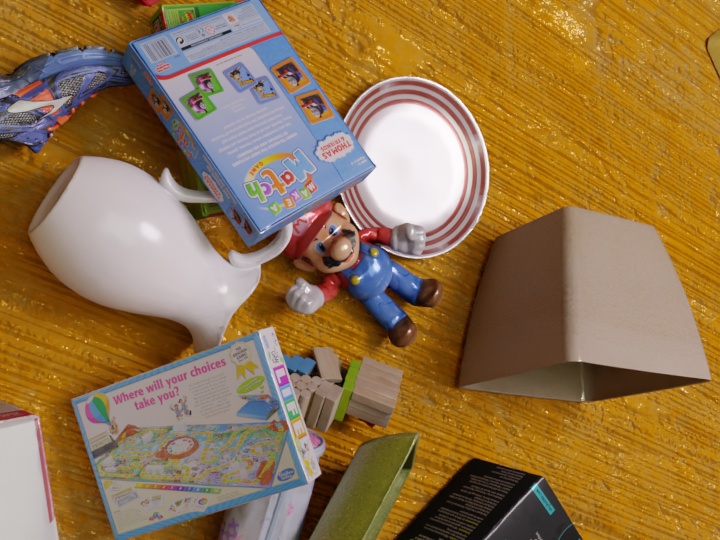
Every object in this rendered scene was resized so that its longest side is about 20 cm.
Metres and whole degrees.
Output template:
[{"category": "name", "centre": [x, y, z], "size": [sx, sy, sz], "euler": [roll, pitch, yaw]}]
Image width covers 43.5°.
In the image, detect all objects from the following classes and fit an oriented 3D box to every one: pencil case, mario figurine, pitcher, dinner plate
[{"category": "pencil case", "centre": [-0.093, 0.240, 0.845], "size": [0.082, 0.091, 0.202], "euler": [14, 96, 1]}, {"category": "mario figurine", "centre": [0.000, 0.000, 0.920], "size": [0.199, 0.106, 0.124], "euler": [37, 48, -27]}, {"category": "pitcher", "centre": [-0.175, -0.032, 0.814], "size": [0.199, 0.121, 0.172], "euler": [35, 98, -26]}, {"category": "dinner plate", "centre": [0.057, -0.114, 1.006], "size": [0.198, 0.024, 0.203], "euler": [2, 85, -27]}]

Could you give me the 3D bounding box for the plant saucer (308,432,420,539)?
[{"category": "plant saucer", "centre": [-0.011, 0.252, 0.880], "size": [0.048, 0.200, 0.201], "euler": [27, 72, 11]}]

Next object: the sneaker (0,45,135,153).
[{"category": "sneaker", "centre": [-0.288, -0.147, 0.807], "size": [0.198, 0.075, 0.079], "euler": [-21, 106, -19]}]

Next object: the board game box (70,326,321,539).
[{"category": "board game box", "centre": [-0.147, 0.146, 0.795], "size": [0.198, 0.034, 0.136], "euler": [-20, 87, 17]}]

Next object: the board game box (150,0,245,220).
[{"category": "board game box", "centre": [-0.135, -0.158, 0.893], "size": [0.101, 0.047, 0.202], "euler": [-13, 93, -28]}]

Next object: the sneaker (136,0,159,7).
[{"category": "sneaker", "centre": [-0.157, -0.292, 0.885], "size": [0.198, 0.078, 0.117], "euler": [24, 85, -12]}]

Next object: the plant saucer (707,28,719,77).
[{"category": "plant saucer", "centre": [0.606, -0.287, 1.292], "size": [0.199, 0.048, 0.201], "euler": [-36, 104, -25]}]

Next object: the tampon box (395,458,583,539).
[{"category": "tampon box", "centre": [0.128, 0.329, 0.961], "size": [0.200, 0.126, 0.151], "euler": [-39, 106, -23]}]

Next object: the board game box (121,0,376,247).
[{"category": "board game box", "centre": [-0.098, -0.140, 0.821], "size": [0.151, 0.037, 0.201], "euler": [-33, 85, -36]}]

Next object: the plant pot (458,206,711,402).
[{"category": "plant pot", "centre": [0.241, 0.040, 1.010], "size": [0.198, 0.199, 0.179], "euler": [9, 72, -27]}]

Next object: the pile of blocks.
[{"category": "pile of blocks", "centre": [-0.054, 0.128, 0.924], "size": [0.198, 0.082, 0.063], "euler": [5, 128, -18]}]

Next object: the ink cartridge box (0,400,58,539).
[{"category": "ink cartridge box", "centre": [-0.298, 0.182, 0.704], "size": [0.083, 0.199, 0.147], "euler": [-10, 92, -30]}]
